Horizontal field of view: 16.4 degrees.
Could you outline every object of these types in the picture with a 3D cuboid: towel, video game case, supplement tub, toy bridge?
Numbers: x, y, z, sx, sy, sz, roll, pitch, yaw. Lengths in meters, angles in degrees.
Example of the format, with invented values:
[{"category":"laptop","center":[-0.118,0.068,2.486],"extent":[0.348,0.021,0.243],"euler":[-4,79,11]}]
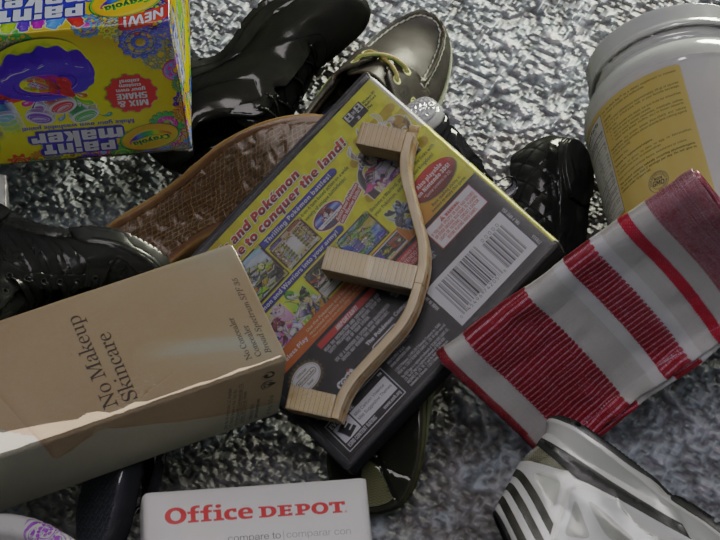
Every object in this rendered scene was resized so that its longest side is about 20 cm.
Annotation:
[{"category":"towel","center":[0.164,0.034,1.586],"extent":[0.200,0.144,0.023],"euler":[-36,42,11]},{"category":"video game case","center":[0.000,0.000,1.620],"extent":[0.181,0.026,0.200],"euler":[43,89,20]},{"category":"supplement tub","center":[0.232,-0.066,1.694],"extent":[0.145,0.145,0.200],"euler":[-6,57,-6]},{"category":"toy bridge","center":[0.010,0.001,1.589],"extent":[0.067,0.027,0.200],"euler":[12,79,14]}]

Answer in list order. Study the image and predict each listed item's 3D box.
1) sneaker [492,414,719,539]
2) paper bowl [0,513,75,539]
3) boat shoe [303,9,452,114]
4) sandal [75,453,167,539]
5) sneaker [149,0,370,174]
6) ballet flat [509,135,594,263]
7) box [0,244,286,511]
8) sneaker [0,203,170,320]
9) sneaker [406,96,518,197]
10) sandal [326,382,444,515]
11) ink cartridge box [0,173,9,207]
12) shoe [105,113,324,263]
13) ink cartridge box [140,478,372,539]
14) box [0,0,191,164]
[{"category":"sneaker","center":[0.172,0.193,1.581],"extent":[0.200,0.076,0.115],"euler":[35,84,11]},{"category":"paper bowl","center":[-0.214,0.254,1.475],"extent":[0.201,0.104,0.201],"euler":[-10,58,17]},{"category":"boat shoe","center":[0.008,-0.118,1.774],"extent":[0.072,0.061,0.201],"euler":[25,59,15]},{"category":"sandal","center":[-0.141,0.099,1.624],"extent":[0.043,0.076,0.200],"euler":[22,55,-19]},{"category":"sneaker","center":[-0.070,-0.130,1.769],"extent":[0.200,0.076,0.091],"euler":[-34,53,-12]},{"category":"ballet flat","center":[0.120,-0.006,1.717],"extent":[0.057,0.066,0.200],"euler":[-17,45,38]},{"category":"box","center":[-0.156,0.067,1.545],"extent":[0.200,0.078,0.095],"euler":[-20,64,-17]},{"category":"sneaker","center":[-0.225,0.012,1.589],"extent":[0.200,0.060,0.104],"euler":[17,50,-8]},{"category":"sneaker","center":[0.022,-0.011,1.692],"extent":[0.114,0.075,0.200],"euler":[38,85,-8]},{"category":"sandal","center":[0.025,0.062,1.643],"extent":[0.080,0.057,0.201],"euler":[15,84,16]},{"category":"ink cartridge box","center":[-0.302,0.040,1.647],"extent":[0.146,0.086,0.200],"euler":[-3,55,-5]},{"category":"shoe","center":[-0.091,-0.046,1.695],"extent":[0.200,0.053,0.070],"euler":[-27,80,4]},{"category":"ink cartridge box","center":[-0.060,0.234,1.525],"extent":[0.146,0.083,0.200],"euler":[-4,57,-4]},{"category":"box","center":[-0.219,-0.179,1.684],"extent":[0.200,0.122,0.193],"euler":[-5,48,0]}]
